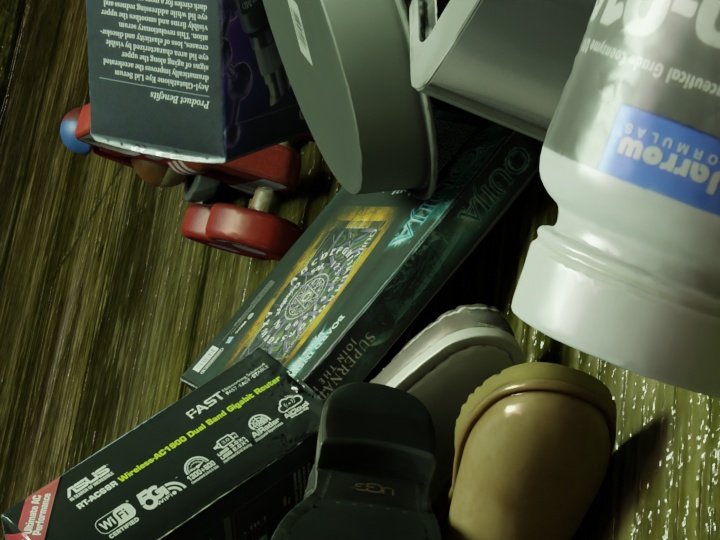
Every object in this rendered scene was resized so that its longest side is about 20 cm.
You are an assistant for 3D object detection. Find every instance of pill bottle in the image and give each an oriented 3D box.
[{"bbox_3d":[0.132,-0.063,0.817,0.114,0.113,0.201,-140,68,-72],"label":"pill bottle"}]

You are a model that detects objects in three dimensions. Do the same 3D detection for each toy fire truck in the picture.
[{"bbox_3d":[-0.119,-0.083,1.563,0.200,0.167,0.113,-177,104,-73],"label":"toy fire truck"}]

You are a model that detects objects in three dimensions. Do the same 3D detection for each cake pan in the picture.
[{"bbox_3d":[-0.014,-0.125,1.116,0.200,0.037,0.201,161,90,-81],"label":"cake pan"}]

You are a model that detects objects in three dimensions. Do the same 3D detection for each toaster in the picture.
[{"bbox_3d":[0.108,-0.159,0.991,0.201,0.118,0.181,-89,23,-45],"label":"toaster"}]

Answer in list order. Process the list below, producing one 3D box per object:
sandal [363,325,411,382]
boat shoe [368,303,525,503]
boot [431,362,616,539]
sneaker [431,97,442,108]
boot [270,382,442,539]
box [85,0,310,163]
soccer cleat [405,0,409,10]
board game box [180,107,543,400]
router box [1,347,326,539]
[{"bbox_3d":[-0.023,0.068,1.223,0.080,0.057,0.202,77,-146,-64],"label":"sandal"},{"bbox_3d":[0.024,0.077,1.107,0.200,0.072,0.060,116,160,-45],"label":"boat shoe"},{"bbox_3d":[0.061,0.163,0.915,0.175,0.066,0.201,108,170,-48],"label":"boot"},{"bbox_3d":[0.012,-0.139,1.306,0.090,0.075,0.201,64,-152,-86],"label":"sneaker"},{"bbox_3d":[-0.009,0.164,0.984,0.200,0.069,0.175,-71,-7,-58],"label":"boot"},{"bbox_3d":[-0.076,-0.177,1.308,0.104,0.148,0.201,11,113,33],"label":"box"},{"bbox_3d":[0.026,-0.162,1.185,0.069,0.085,0.200,-43,57,-10],"label":"soccer cleat"},{"bbox_3d":[0.000,0.000,1.171,0.200,0.028,0.135,-50,23,-9],"label":"board game box"},{"bbox_3d":[-0.081,0.152,1.071,0.062,0.150,0.201,40,148,33],"label":"router box"}]
